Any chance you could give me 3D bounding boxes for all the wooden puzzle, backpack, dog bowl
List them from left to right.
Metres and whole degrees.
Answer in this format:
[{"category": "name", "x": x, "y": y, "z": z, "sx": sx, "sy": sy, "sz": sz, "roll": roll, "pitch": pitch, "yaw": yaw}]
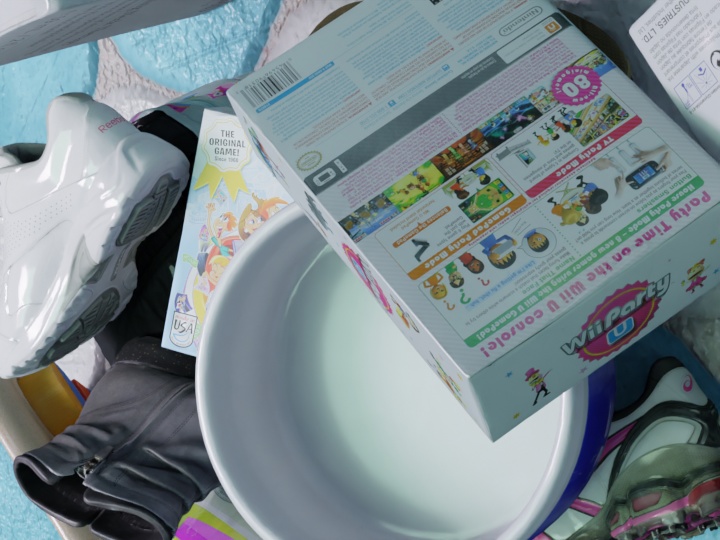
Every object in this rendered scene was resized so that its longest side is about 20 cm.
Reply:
[{"category": "wooden puzzle", "x": -0.178, "y": 0.134, "z": 1.388, "sx": 0.185, "sy": 0.046, "sz": 0.200, "roll": 54, "pitch": -177, "yaw": 20}, {"category": "backpack", "x": -0.102, "y": -0.032, "z": 1.225, "sx": 0.167, "sy": 0.127, "sz": 0.200, "roll": 49, "pitch": 138, "yaw": 5}, {"category": "dog bowl", "x": 0.023, "y": 0.055, "z": 1.014, "sx": 0.199, "sy": 0.079, "sz": 0.201, "roll": 1, "pitch": 93, "yaw": 24}]

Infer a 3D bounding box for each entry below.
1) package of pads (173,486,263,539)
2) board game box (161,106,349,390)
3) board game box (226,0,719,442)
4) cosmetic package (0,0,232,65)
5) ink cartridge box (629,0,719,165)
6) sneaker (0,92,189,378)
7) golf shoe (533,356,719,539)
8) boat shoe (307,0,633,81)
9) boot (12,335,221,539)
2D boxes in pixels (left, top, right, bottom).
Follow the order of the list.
[{"category": "package of pads", "x": -0.057, "y": 0.213, "z": 1.252, "sx": 0.154, "sy": 0.068, "sz": 0.200, "roll": 34, "pitch": 152, "yaw": 11}, {"category": "board game box", "x": 0.000, "y": 0.000, "z": 1.084, "sx": 0.199, "sy": 0.034, "sz": 0.135, "roll": 14, "pitch": 100, "yaw": 19}, {"category": "board game box", "x": 0.056, "y": -0.044, "z": 0.923, "sx": 0.200, "sy": 0.147, "sz": 0.064, "roll": 51, "pitch": 170, "yaw": 34}, {"category": "cosmetic package", "x": -0.152, "y": -0.220, "z": 1.137, "sx": 0.167, "sy": 0.200, "sz": 0.167, "roll": -15, "pitch": 94, "yaw": 53}, {"category": "ink cartridge box", "x": 0.220, "y": -0.063, "z": 0.854, "sx": 0.200, "sy": 0.076, "sz": 0.136, "roll": 61, "pitch": 143, "yaw": 13}, {"category": "sneaker", "x": -0.172, "y": -0.023, "z": 1.154, "sx": 0.099, "sy": 0.078, "sz": 0.200, "roll": 45, "pitch": 125, "yaw": 13}, {"category": "golf shoe", "x": 0.118, "y": 0.111, "z": 1.074, "sx": 0.200, "sy": 0.072, "sz": 0.092, "roll": -30, "pitch": 68, "yaw": 45}, {"category": "boat shoe", "x": 0.060, "y": -0.094, "z": 1.054, "sx": 0.200, "sy": 0.072, "sz": 0.068, "roll": 11, "pitch": 148, "yaw": 39}, {"category": "boot", "x": -0.081, "y": 0.112, "z": 1.139, "sx": 0.199, "sy": 0.132, "sz": 0.070, "roll": 8, "pitch": 126, "yaw": 23}]
